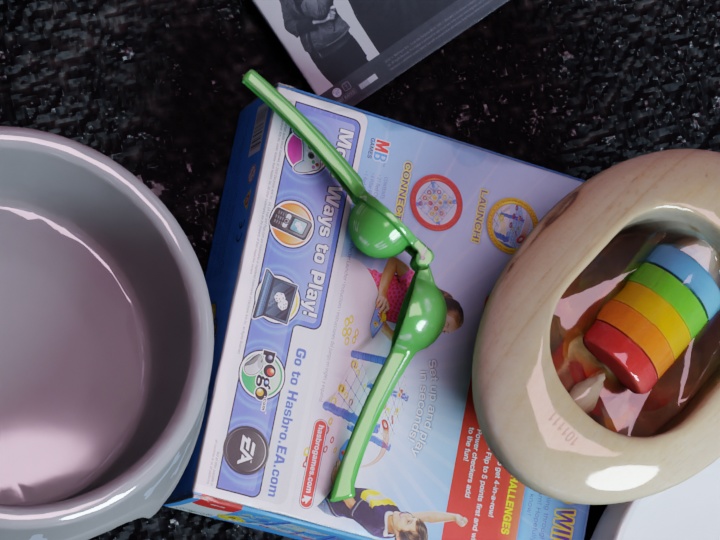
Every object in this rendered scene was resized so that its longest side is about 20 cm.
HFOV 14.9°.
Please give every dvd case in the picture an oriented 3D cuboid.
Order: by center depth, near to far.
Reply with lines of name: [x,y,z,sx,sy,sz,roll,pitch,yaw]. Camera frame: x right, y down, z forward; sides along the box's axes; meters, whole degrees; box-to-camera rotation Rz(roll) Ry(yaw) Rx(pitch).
dvd case: [-0.008,-0.196,1.308,0.150,0.025,0.200,-33,97,10]

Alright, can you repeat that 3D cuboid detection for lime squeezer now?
lime squeezer: [0.000,0.000,1.259,0.070,0.038,0.201,-13,86,8]

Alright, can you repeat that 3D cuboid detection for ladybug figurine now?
ladybug figurine: [0.127,0.027,1.275,0.200,0.072,0.136,-42,90,-22]

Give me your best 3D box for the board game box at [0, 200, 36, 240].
board game box: [-0.228,-0.040,1.224,0.134,0.045,0.201,-22,89,-24]

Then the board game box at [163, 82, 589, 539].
board game box: [0.021,0.037,1.304,0.195,0.056,0.201,17,75,-19]

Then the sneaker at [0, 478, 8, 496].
sneaker: [-0.169,0.111,1.216,0.079,0.075,0.200,45,61,6]

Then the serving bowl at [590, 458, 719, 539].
serving bowl: [0.179,0.171,1.330,0.199,0.066,0.201,4,83,-31]

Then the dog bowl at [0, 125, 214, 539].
dog bowl: [-0.153,0.030,1.172,0.199,0.059,0.201,6,71,-18]
